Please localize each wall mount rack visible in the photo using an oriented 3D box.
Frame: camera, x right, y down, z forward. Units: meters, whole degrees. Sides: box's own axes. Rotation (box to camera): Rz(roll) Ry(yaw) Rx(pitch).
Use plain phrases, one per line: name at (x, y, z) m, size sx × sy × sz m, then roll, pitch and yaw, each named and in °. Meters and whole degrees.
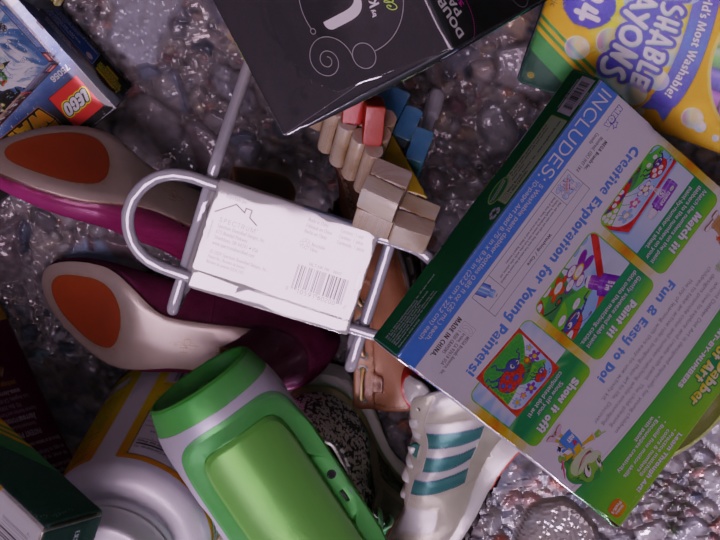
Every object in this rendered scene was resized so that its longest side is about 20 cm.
wall mount rack at (-0.035, -0.040, 1.325) m, size 0.199 × 0.075 × 0.175 m, roll 18°, pitch 101°, yaw -1°

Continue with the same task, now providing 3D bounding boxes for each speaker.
speaker at (-0.046, 0.149, 1.380) m, size 0.088 × 0.088 × 0.200 m, roll -28°, pitch 101°, yaw 24°

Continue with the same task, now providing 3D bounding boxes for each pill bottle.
pill bottle at (-0.138, 0.144, 1.444) m, size 0.109 × 0.200 × 0.110 m, roll 5°, pitch 118°, yaw 10°

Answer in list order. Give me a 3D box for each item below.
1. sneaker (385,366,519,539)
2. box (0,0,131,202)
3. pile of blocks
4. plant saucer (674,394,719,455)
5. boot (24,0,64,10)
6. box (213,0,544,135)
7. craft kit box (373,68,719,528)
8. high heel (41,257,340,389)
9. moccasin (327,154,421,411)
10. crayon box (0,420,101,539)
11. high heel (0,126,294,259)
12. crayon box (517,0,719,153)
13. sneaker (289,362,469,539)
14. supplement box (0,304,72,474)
sneaker at (0.052, 0.103, 1.412) m, size 0.093 × 0.070 × 0.200 m, roll 32°, pitch 110°, yaw -10°
box at (-0.264, -0.107, 1.434) m, size 0.200 × 0.040 × 0.137 m, roll -35°, pitch 104°, yaw 26°
pile of blocks at (-0.001, -0.107, 1.292) m, size 0.200 × 0.082 × 0.062 m, roll 57°, pitch 159°, yaw 17°
plant saucer at (0.149, 0.036, 1.421) m, size 0.199 × 0.031 × 0.201 m, roll 5°, pitch 117°, yaw 11°
boot at (-0.137, -0.214, 1.336) m, size 0.203 × 0.074 × 0.154 m, roll 34°, pitch 122°, yaw -5°
box at (0.017, -0.185, 1.213) m, size 0.124 × 0.200 × 0.149 m, roll -24°, pitch 95°, yaw 36°
craft kit box at (0.140, 0.019, 1.314) m, size 0.197 × 0.048 × 0.200 m, roll 38°, pitch 88°, yaw -24°
high heel at (-0.114, 0.033, 1.479) m, size 0.199 × 0.096 × 0.068 m, roll 26°, pitch 116°, yaw 23°
moccasin at (0.000, -0.001, 1.416) m, size 0.077 × 0.074 × 0.202 m, roll -7°, pitch 123°, yaw 8°
crayon box at (-0.253, 0.148, 1.363) m, size 0.200 × 0.051 × 0.126 m, roll 37°, pitch 119°, yaw 31°
high heel at (-0.144, -0.029, 1.403) m, size 0.199 × 0.068 × 0.096 m, roll 12°, pitch 136°, yaw -7°
crayon box at (0.207, -0.141, 1.305) m, size 0.199 × 0.052 × 0.126 m, roll 19°, pitch 119°, yaw 2°
sneaker at (0.002, 0.161, 1.485) m, size 0.077 × 0.089 × 0.200 m, roll -30°, pitch 108°, yaw 24°
supplement box at (-0.273, 0.137, 1.490) m, size 0.131 × 0.103 × 0.201 m, roll -28°, pitch 83°, yaw 24°
